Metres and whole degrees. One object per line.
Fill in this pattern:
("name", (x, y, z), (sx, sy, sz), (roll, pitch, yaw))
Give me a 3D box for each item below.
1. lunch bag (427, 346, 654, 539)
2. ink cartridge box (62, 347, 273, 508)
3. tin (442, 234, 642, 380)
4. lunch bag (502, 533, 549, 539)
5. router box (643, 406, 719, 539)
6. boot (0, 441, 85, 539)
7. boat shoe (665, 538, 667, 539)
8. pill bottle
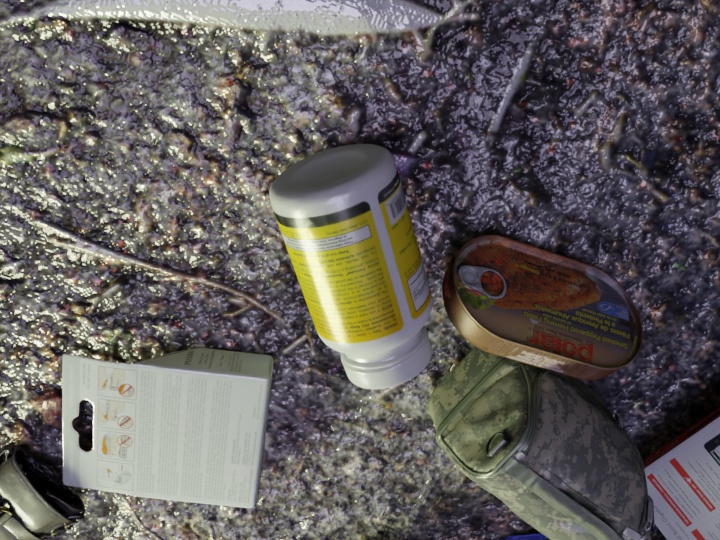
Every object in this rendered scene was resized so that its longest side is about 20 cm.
("lunch bag", (0.180, 0.180, 0.816), (0.199, 0.168, 0.139), (38, 107, -21))
("ink cartridge box", (-0.193, 0.153, 0.838), (0.198, 0.047, 0.162), (8, 115, -3))
("tin", (0.169, 0.037, 0.779), (0.198, 0.113, 0.042), (18, 141, -13))
("lunch bag", (0.231, 0.408, 0.911), (0.093, 0.200, 0.152), (-12, 116, 0))
("router box", (0.409, 0.247, 0.868), (0.179, 0.049, 0.201), (-43, 77, 23))
("boot", (-0.357, 0.289, 0.868), (0.173, 0.069, 0.201), (-29, 113, 9))
("boat shoe", (0.414, 0.273, 0.942), (0.060, 0.072, 0.202), (17, 111, -33))
("pill bottle", (0.000, 0.000, 0.742), (0.111, 0.113, 0.202), (-16, 116, 2))
